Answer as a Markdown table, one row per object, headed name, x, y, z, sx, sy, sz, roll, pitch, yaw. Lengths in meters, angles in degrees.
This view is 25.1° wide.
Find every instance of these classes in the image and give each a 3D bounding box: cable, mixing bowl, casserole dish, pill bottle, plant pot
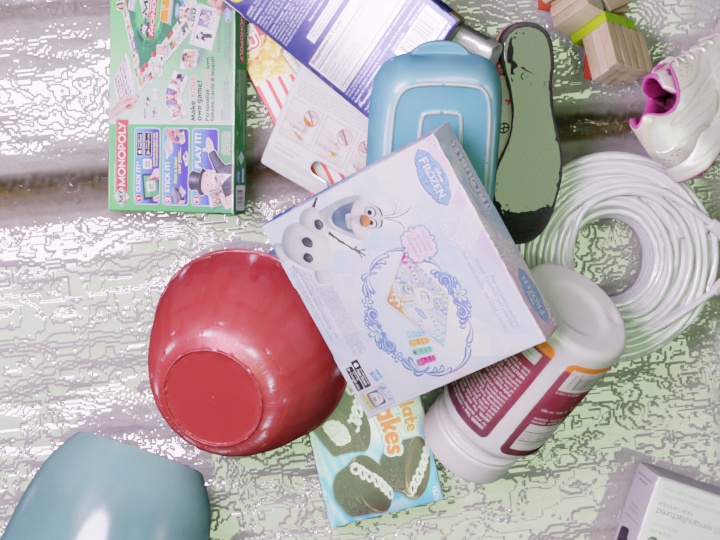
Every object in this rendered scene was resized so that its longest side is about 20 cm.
| name | x | y | z | sx | sy | sz | roll | pitch | yaw |
| --- | --- | --- | --- | --- | --- | --- | --- | --- | --- |
| cable | 0.241 | -0.014 | 1.551 | 0.200 | 0.069 | 0.200 | -43 | 95 | 1 |
| mixing bowl | -0.117 | 0.093 | 1.476 | 0.198 | 0.109 | 0.202 | 6 | 114 | 13 |
| casserole dish | 0.066 | -0.101 | 1.426 | 0.119 | 0.039 | 0.202 | 0 | 118 | -6 |
| pill bottle | 0.147 | 0.100 | 1.491 | 0.114 | 0.115 | 0.201 | 32 | 126 | -5 |
| plant pot | -0.226 | 0.243 | 1.480 | 0.198 | 0.201 | 0.163 | 20 | 78 | -5 |

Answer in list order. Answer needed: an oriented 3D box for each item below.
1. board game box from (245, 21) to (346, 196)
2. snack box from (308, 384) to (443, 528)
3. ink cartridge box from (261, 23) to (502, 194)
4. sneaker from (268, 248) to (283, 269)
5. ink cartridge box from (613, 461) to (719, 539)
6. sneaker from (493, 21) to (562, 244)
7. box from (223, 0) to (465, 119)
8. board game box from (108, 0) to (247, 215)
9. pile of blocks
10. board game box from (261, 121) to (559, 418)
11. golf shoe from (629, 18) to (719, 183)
| name | x | y | z | sx | sy | sz | roll | pitch | yaw |
| --- | --- | --- | --- | --- | --- | --- | --- | --- | --- |
| board game box | -0.016 | -0.173 | 1.535 | 0.150 | 0.046 | 0.202 | -28 | 95 | 0 |
| snack box | 0.003 | 0.135 | 1.560 | 0.115 | 0.037 | 0.202 | -13 | 94 | -3 |
| ink cartridge box | 0.018 | -0.153 | 1.482 | 0.159 | 0.047 | 0.202 | 29 | 110 | 11 |
| sneaker | 0.000 | 0.000 | 1.514 | 0.198 | 0.089 | 0.079 | 11 | 128 | 14 |
| ink cartridge box | 0.313 | 0.308 | 1.568 | 0.144 | 0.083 | 0.202 | 18 | 92 | -5 |
| sneaker | 0.148 | -0.130 | 1.519 | 0.066 | 0.108 | 0.204 | -1 | 96 | -4 |
| box | -0.019 | -0.234 | 1.436 | 0.199 | 0.032 | 0.122 | 39 | 109 | 6 |
| board game box | -0.172 | -0.155 | 1.510 | 0.133 | 0.029 | 0.203 | 3 | 94 | 21 |
| pile of blocks | 0.206 | -0.260 | 1.546 | 0.062 | 0.082 | 0.202 | -31 | 85 | 41 |
| board game box | 0.041 | 0.004 | 1.409 | 0.198 | 0.043 | 0.201 | -25 | 97 | 33 |
| golf shoe | 0.318 | -0.183 | 1.517 | 0.091 | 0.075 | 0.201 | 34 | 66 | -16 |
